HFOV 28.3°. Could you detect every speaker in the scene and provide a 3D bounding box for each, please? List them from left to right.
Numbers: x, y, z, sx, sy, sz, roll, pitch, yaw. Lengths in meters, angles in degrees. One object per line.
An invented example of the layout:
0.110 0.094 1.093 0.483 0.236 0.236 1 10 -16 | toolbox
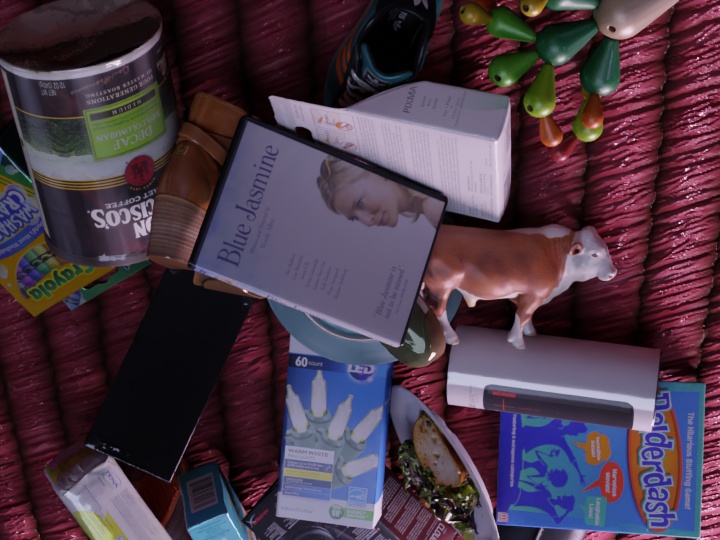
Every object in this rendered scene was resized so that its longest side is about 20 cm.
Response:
0.184 0.102 1.365 0.200 0.081 0.081 7 128 11 | speaker

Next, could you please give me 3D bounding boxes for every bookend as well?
-0.196 0.101 1.456 0.092 0.199 0.200 25 84 -7 | bookend

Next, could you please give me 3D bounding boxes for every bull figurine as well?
0.131 0.007 1.313 0.200 0.065 0.122 7 110 -7 | bull figurine

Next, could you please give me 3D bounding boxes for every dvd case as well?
-0.034 -0.034 1.233 0.200 0.143 0.018 21 166 -12 | dvd case

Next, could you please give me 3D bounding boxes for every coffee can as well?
-0.232 -0.125 1.274 0.146 0.146 0.200 1 127 12 | coffee can

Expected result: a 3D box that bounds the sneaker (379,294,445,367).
-0.018 0.018 1.277 0.200 0.090 0.067 51 134 9 | sneaker

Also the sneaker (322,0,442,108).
0.011 -0.173 1.224 0.071 0.080 0.200 22 131 -5 | sneaker

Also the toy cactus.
0.181 -0.197 1.179 0.165 0.102 0.200 -27 116 8 | toy cactus

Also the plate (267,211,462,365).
0.000 0.000 1.354 0.200 0.026 0.201 2 107 7 | plate

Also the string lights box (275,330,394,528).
-0.024 0.150 1.434 0.103 0.059 0.200 5 97 9 | string lights box

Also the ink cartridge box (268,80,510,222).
0.031 -0.113 1.249 0.200 0.050 0.161 14 159 12 | ink cartridge box

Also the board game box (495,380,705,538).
0.237 0.181 1.412 0.200 0.045 0.152 1 87 11 | board game box

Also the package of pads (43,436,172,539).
-0.258 0.253 1.488 0.068 0.200 0.155 -37 101 -14 | package of pads

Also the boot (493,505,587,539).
0.238 0.265 1.505 0.200 0.076 0.168 19 125 6 | boot

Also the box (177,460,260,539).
-0.142 0.311 1.602 0.049 0.082 0.200 -21 131 1 | box

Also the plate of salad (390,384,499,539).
0.075 0.208 1.444 0.048 0.200 0.200 -30 124 -16 | plate of salad

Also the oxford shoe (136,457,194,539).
-0.223 0.289 1.651 0.073 0.071 0.200 5 128 -33 | oxford shoe

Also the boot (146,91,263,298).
-0.119 -0.063 1.298 0.077 0.156 0.200 7 168 32 | boot

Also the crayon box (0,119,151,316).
-0.323 -0.038 1.422 0.126 0.052 0.200 -28 116 29 | crayon box

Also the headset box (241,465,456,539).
-0.006 0.285 1.544 0.200 0.075 0.149 43 128 1 | headset box
